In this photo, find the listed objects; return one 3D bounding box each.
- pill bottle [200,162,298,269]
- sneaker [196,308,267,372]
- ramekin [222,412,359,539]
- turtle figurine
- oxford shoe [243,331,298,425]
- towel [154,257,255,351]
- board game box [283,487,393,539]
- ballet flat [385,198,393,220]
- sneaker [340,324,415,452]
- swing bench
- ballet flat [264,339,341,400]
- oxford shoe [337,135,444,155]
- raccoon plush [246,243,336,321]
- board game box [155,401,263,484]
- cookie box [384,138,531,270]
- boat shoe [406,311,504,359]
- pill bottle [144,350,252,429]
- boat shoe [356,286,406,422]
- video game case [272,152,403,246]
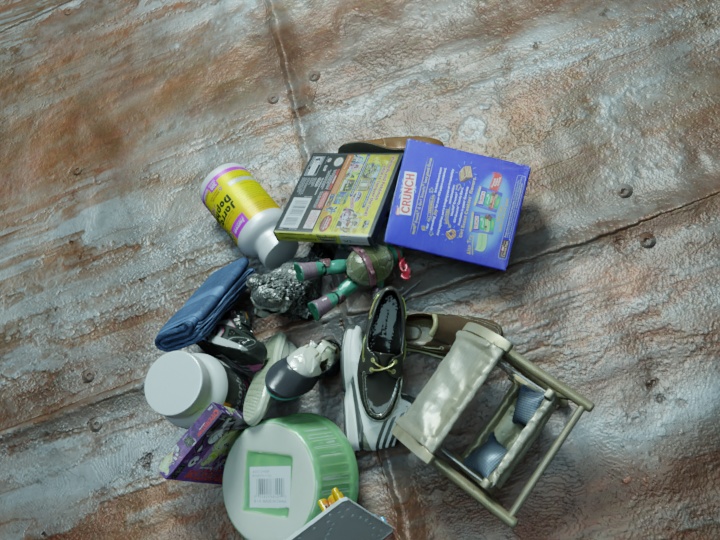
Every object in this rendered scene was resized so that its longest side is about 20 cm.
[{"bbox_3d":[-0.197,-0.095,1.182,0.104,0.104,0.200,-41,65,-3],"label":"pill bottle"},{"bbox_3d":[-0.212,0.103,1.094,0.199,0.080,0.087,10,59,49],"label":"sneaker"},{"bbox_3d":[-0.110,0.314,0.979,0.198,0.097,0.202,-7,75,29],"label":"ramekin"},{"bbox_3d":[0.000,0.000,1.073,0.199,0.101,0.150,-20,67,-21],"label":"turtle figurine"},{"bbox_3d":[-0.136,0.172,1.041,0.058,0.200,0.075,41,115,-15],"label":"oxford shoe"},{"bbox_3d":[-0.256,0.060,1.106,0.111,0.049,0.200,-22,23,33],"label":"towel"},{"bbox_3d":[-0.068,0.392,0.916,0.199,0.200,0.026,-36,52,-1],"label":"board game box"},{"bbox_3d":[0.095,-0.134,1.139,0.198,0.074,0.075,-9,68,12],"label":"ballet flat"},{"bbox_3d":[0.029,0.183,1.045,0.114,0.076,0.202,-5,76,4],"label":"sneaker"},{"bbox_3d":[0.178,0.208,0.928,0.199,0.130,0.200,36,83,5],"label":"swing bench"},{"bbox_3d":[-0.080,0.142,1.009,0.072,0.200,0.074,1,94,22],"label":"ballet flat"},{"bbox_3d":[0.057,-0.212,1.191,0.198,0.072,0.072,6,42,19],"label":"oxford shoe"},{"bbox_3d":[-0.121,-0.006,1.110,0.096,0.134,0.202,11,73,19],"label":"raccoon plush"},{"bbox_3d":[-0.215,0.268,0.997,0.120,0.200,0.032,-46,67,-5],"label":"board game box"},{"bbox_3d":[0.153,-0.106,1.060,0.198,0.075,0.173,14,93,4],"label":"cookie box"},{"bbox_3d":[0.125,0.101,1.038,0.200,0.075,0.075,-1,69,14],"label":"boat shoe"},{"bbox_3d":[-0.245,0.195,1.033,0.115,0.200,0.117,-5,69,13],"label":"pill bottle"},{"bbox_3d":[0.032,0.124,0.987,0.071,0.061,0.203,5,78,2],"label":"boat shoe"},{"bbox_3d":[-0.033,-0.127,1.121,0.179,0.026,0.201,4,52,23],"label":"video game case"}]
